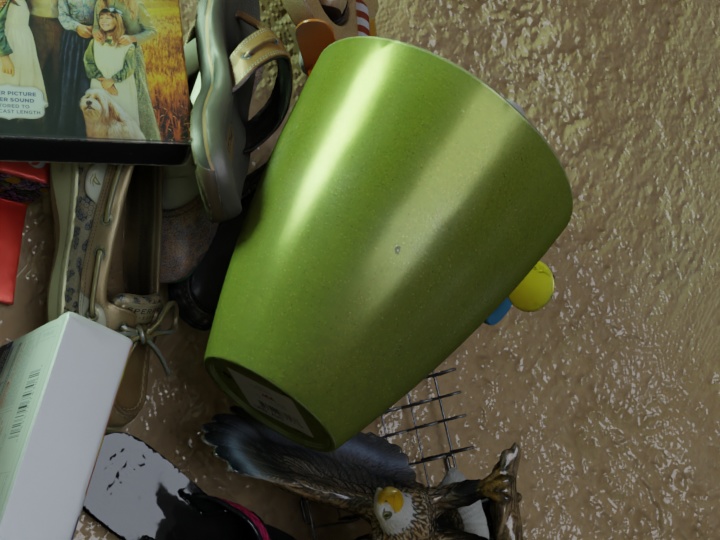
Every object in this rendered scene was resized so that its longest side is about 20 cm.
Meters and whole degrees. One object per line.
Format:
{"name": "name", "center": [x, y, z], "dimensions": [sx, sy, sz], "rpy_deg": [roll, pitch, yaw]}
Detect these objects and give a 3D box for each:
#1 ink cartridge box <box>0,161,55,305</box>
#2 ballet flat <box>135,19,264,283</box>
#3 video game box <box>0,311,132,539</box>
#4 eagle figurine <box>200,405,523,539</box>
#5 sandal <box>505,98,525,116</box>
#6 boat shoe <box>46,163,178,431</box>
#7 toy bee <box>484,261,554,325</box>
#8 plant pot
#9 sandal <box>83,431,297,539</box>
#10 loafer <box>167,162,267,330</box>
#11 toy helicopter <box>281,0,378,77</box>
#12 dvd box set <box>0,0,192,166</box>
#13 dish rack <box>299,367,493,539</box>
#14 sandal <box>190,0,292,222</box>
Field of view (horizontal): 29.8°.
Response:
{"name": "ink cartridge box", "center": [-0.240, -0.091, 0.825], "dimensions": [0.108, 0.050, 0.203], "rpy_deg": [14, 70, -30]}
{"name": "ballet flat", "center": [-0.116, -0.090, 0.893], "dimensions": [0.067, 0.067, 0.202], "rpy_deg": [69, 28, -58]}
{"name": "video game box", "center": [-0.201, 0.136, 0.715], "dimensions": [0.046, 0.181, 0.202], "rpy_deg": [27, 65, -29]}
{"name": "eagle figurine", "center": [0.004, 0.159, 0.835], "dimensions": [0.152, 0.197, 0.153], "rpy_deg": [-89, 172, -58]}
{"name": "sandal", "center": [0.067, -0.104, 0.991], "dimensions": [0.050, 0.083, 0.202], "rpy_deg": [44, 16, 22]}
{"name": "boat shoe", "center": [-0.149, -0.001, 0.829], "dimensions": [0.073, 0.062, 0.203], "rpy_deg": [-16, 103, -68]}
{"name": "toy bee", "center": [0.082, -0.025, 0.970], "dimensions": [0.129, 0.110, 0.200], "rpy_deg": [17, 28, 7]}
{"name": "plant pot", "center": [0.000, 0.000, 0.807], "dimensions": [0.187, 0.187, 0.201], "rpy_deg": [41, 68, -18]}
{"name": "sandal", "center": [-0.095, 0.175, 0.854], "dimensions": [0.199, 0.045, 0.076], "rpy_deg": [39, 67, -19]}
{"name": "loafer", "center": [-0.055, -0.041, 0.922], "dimensions": [0.073, 0.072, 0.201], "rpy_deg": [47, 58, -16]}
{"name": "toy helicopter", "center": [-0.003, -0.155, 0.977], "dimensions": [0.201, 0.078, 0.133], "rpy_deg": [55, 31, -28]}
{"name": "dvd box set", "center": [-0.179, -0.158, 0.807], "dimensions": [0.144, 0.029, 0.202], "rpy_deg": [1, 65, -20]}
{"name": "dish rack", "center": [0.016, 0.105, 0.944], "dimensions": [0.152, 0.054, 0.203], "rpy_deg": [-10, 83, -36]}
{"name": "sandal", "center": [-0.069, -0.114, 0.828], "dimensions": [0.202, 0.054, 0.082], "rpy_deg": [-90, 169, -45]}
